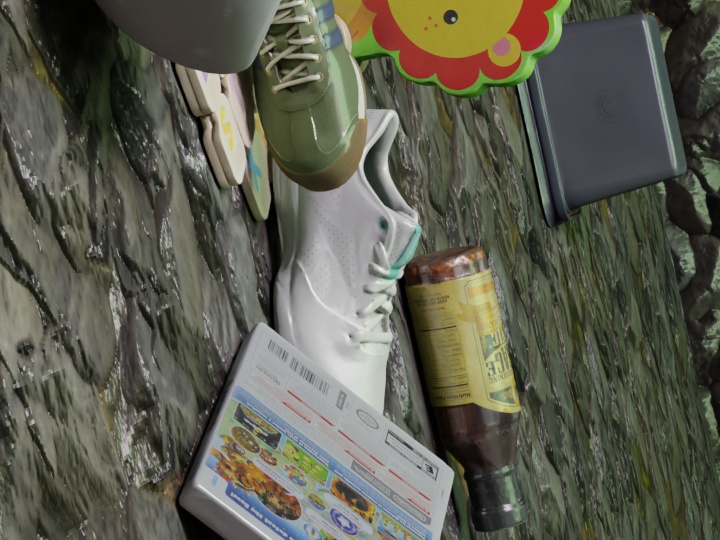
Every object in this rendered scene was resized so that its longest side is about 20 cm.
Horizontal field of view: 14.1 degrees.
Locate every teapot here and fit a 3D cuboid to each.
[{"bbox_3d":[-0.091,-0.200,1.431,0.200,0.145,0.198,123,-13,-61],"label":"teapot"}]

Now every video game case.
[{"bbox_3d":[-0.019,0.115,1.553,0.143,0.018,0.200,38,23,-8],"label":"video game case"}]

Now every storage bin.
[{"bbox_3d":[0.231,-0.153,2.782,0.146,0.133,0.201,-13,92,-77],"label":"storage bin"}]

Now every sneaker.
[{"bbox_3d":[0.000,0.000,1.718,0.075,0.088,0.201,12,68,-57],"label":"sneaker"},{"bbox_3d":[-0.049,-0.150,1.684,0.090,0.067,0.201,37,43,-60],"label":"sneaker"}]

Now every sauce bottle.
[{"bbox_3d":[0.080,0.085,2.078,0.066,0.066,0.201,-43,121,-75],"label":"sauce bottle"}]

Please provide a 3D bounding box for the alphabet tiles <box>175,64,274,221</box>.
[{"bbox_3d":[-0.078,-0.138,1.707,0.200,0.015,0.196,-81,156,-56],"label":"alphabet tiles"}]

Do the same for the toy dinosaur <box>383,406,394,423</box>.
[{"bbox_3d":[0.013,0.135,1.798,0.088,0.047,0.201,-97,171,-48],"label":"toy dinosaur"}]

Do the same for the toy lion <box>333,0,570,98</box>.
[{"bbox_3d":[0.037,-0.206,1.861,0.069,0.191,0.201,3,75,-77],"label":"toy lion"}]
